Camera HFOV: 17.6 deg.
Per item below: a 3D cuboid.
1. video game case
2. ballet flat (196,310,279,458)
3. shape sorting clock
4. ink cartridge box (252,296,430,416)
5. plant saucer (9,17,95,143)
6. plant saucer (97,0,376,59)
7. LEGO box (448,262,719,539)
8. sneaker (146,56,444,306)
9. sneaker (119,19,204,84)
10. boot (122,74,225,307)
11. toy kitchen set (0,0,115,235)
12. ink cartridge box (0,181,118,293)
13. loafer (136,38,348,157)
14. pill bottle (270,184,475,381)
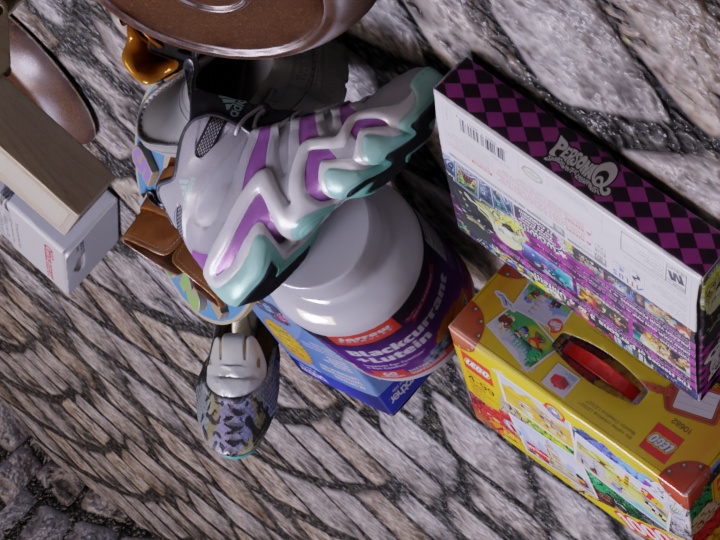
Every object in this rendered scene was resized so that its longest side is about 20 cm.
[{"bbox_3d":[0.135,-0.022,1.400,0.200,0.036,0.181,37,164,22],"label":"video game case"},{"bbox_3d":[-0.100,0.063,1.956,0.072,0.200,0.072,5,137,5],"label":"ballet flat"},{"bbox_3d":[-0.127,-0.055,1.802,0.200,0.039,0.200,33,132,45],"label":"shape sorting clock"},{"bbox_3d":[-0.022,0.033,1.878,0.136,0.076,0.200,23,157,52],"label":"ink cartridge box"},{"bbox_3d":[-0.324,-0.181,2.124,0.200,0.032,0.200,40,163,15],"label":"plant saucer"},{"bbox_3d":[-0.088,-0.178,1.366,0.200,0.032,0.200,11,154,5],"label":"plant saucer"},{"bbox_3d":[0.167,0.097,1.564,0.200,0.077,0.149,35,164,26],"label":"LEGO box"},{"bbox_3d":[-0.053,-0.089,1.441,0.140,0.200,0.078,49,-166,9],"label":"sneaker"},{"bbox_3d":[-0.122,-0.183,1.536,0.078,0.077,0.200,41,163,14],"label":"sneaker"},{"bbox_3d":[-0.116,-0.076,1.650,0.200,0.155,0.077,37,172,19],"label":"boot"},{"bbox_3d":[-0.204,-0.154,1.587,0.180,0.200,0.163,42,165,-5],"label":"toy kitchen set"},{"bbox_3d":[-0.340,-0.085,2.339,0.200,0.084,0.144,42,164,7],"label":"ink cartridge box"},{"bbox_3d":[-0.091,-0.119,1.543,0.070,0.070,0.200,8,163,-40],"label":"loafer"},{"bbox_3d":[0.000,0.000,1.577,0.111,0.111,0.200,36,178,25],"label":"pill bottle"}]
